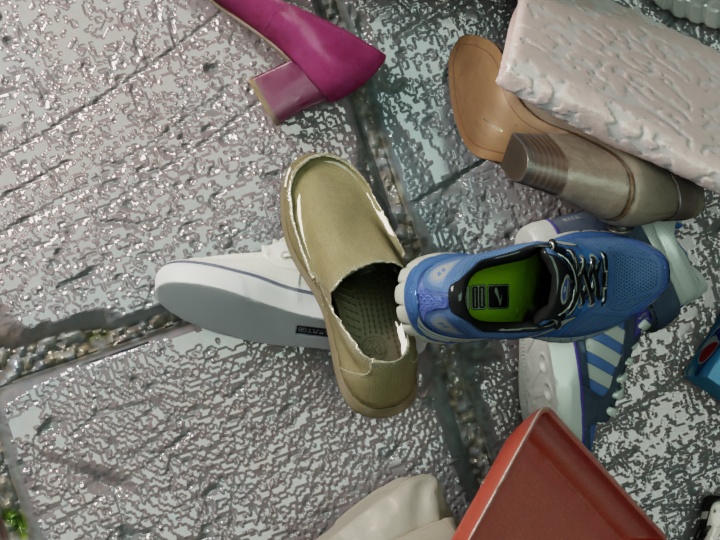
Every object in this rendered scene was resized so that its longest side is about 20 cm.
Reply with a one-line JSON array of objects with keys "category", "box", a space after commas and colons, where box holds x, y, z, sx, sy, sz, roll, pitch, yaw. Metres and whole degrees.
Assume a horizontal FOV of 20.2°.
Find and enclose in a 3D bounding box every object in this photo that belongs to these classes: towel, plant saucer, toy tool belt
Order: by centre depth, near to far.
[{"category": "toy tool belt", "box": [0.002, 0.243, 1.417, 0.200, 0.125, 0.123, -37, 91, -16]}, {"category": "plant saucer", "box": [0.118, 0.223, 1.419, 0.200, 0.037, 0.200, 47, 67, -41]}, {"category": "towel", "box": [0.193, -0.133, 1.433, 0.199, 0.191, 0.032, 24, 121, -6]}]

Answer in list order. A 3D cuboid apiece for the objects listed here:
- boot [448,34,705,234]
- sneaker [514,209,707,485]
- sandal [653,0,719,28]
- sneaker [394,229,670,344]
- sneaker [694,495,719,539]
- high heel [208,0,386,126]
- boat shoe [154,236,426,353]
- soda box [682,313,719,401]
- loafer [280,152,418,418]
[{"category": "boot", "box": [0.155, -0.096, 1.446, 0.145, 0.200, 0.070, 9, 125, -24]}, {"category": "sneaker", "box": [0.192, 0.050, 1.470, 0.146, 0.081, 0.201, -9, 99, -17]}, {"category": "sandal", "box": [0.312, -0.202, 1.503, 0.202, 0.083, 0.050, 23, 43, -4]}, {"category": "sneaker", "box": [0.127, 0.016, 1.354, 0.199, 0.089, 0.079, -9, 95, -26]}, {"category": "sneaker", "box": [0.266, 0.213, 1.486, 0.200, 0.076, 0.088, -36, 77, -10]}, {"category": "high heel", "box": [-0.066, -0.209, 1.452, 0.096, 0.067, 0.201, -29, 107, 3]}, {"category": "boat shoe", "box": [-0.046, 0.010, 1.456, 0.199, 0.071, 0.070, 8, 60, -3]}, {"category": "soda box", "box": [0.341, 0.107, 1.490, 0.199, 0.068, 0.064, 33, 85, -5]}, {"category": "loafer", "box": [0.000, 0.000, 1.397, 0.076, 0.067, 0.201, -13, 69, -20]}]
